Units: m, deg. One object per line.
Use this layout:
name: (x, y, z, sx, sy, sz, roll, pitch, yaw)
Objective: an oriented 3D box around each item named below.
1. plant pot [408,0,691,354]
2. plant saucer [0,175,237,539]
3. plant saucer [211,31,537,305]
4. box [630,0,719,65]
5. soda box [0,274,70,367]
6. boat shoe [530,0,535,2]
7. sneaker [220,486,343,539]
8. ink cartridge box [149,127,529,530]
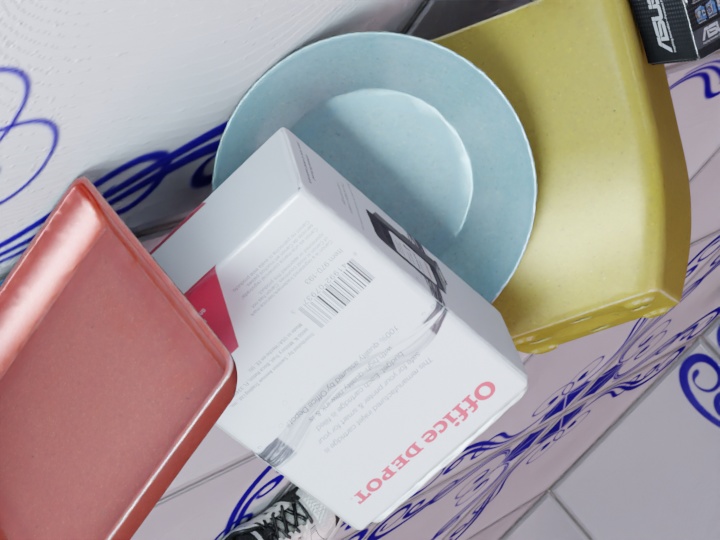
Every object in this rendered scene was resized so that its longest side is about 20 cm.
plant pot: (0.126, -0.054, 1.250, 0.194, 0.200, 0.196, -19, 170, 14)
plant saucer: (-0.157, 0.078, 1.014, 0.037, 0.200, 0.200, 27, 104, -44)
plant saucer: (0.008, -0.050, 1.152, 0.201, 0.201, 0.039, -43, -170, 7)
box: (0.244, -0.243, 1.210, 0.200, 0.160, 0.044, -31, -161, -36)
soda box: (-0.160, 0.034, 1.181, 0.068, 0.064, 0.200, -42, 164, 6)
boat shoe: (0.169, -0.205, 1.292, 0.200, 0.071, 0.064, -27, 158, -46)
sneaker: (-0.096, 0.300, 2.051, 0.200, 0.076, 0.088, -40, 165, -3)
ink cartridge box: (-0.021, 0.038, 1.091, 0.145, 0.200, 0.083, -42, -151, 14)
